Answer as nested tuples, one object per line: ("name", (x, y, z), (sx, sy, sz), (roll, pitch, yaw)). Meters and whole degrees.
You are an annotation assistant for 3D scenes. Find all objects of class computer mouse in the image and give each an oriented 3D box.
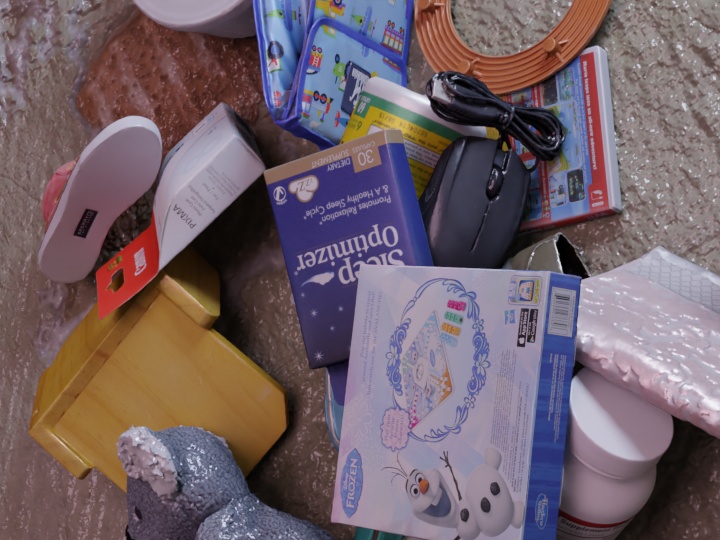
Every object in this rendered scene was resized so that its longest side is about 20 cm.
("computer mouse", (0.086, -0.049, 1.586), (0.053, 0.138, 0.201), (29, 97, 62))

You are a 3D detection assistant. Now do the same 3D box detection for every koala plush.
("koala plush", (-0.127, 0.215, 1.652), (0.183, 0.177, 0.201), (-34, 75, 14))

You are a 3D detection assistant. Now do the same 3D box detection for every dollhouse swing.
("dollhouse swing", (-0.173, 0.105, 1.806), (0.200, 0.175, 0.182), (-51, 16, 13))

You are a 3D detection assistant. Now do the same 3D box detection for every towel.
("towel", (0.244, 0.049, 1.455), (0.199, 0.190, 0.032), (28, 123, 34))

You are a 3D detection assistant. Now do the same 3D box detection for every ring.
("ring", (0.129, -0.247, 1.689), (0.199, 0.019, 0.202), (-13, 67, 31))

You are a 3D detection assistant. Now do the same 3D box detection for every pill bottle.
("pill bottle", (0.152, 0.161, 1.481), (0.113, 0.112, 0.200), (62, 143, 28))
("pill bottle", (0.018, -0.050, 1.648), (0.112, 0.113, 0.201), (26, 95, 35))

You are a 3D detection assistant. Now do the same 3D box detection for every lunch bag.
("lunch bag", (-0.027, -0.185, 1.707), (0.094, 0.150, 0.201), (-7, 74, 32))

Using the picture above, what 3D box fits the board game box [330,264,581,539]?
("board game box", (0.068, 0.098, 1.446), (0.198, 0.043, 0.201), (3, 85, 47))

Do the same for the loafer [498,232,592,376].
("loafer", (0.184, 0.045, 1.559), (0.070, 0.075, 0.200), (-49, 57, 19))

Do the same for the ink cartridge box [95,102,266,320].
("ink cartridge box", (-0.175, -0.057, 1.763), (0.200, 0.047, 0.160), (-41, 17, 4))

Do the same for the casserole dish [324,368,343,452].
("casserole dish", (0.043, 0.100, 1.662), (0.199, 0.039, 0.122), (-14, 70, 31))

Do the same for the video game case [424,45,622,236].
("video game case", (0.123, -0.097, 1.669), (0.199, 0.017, 0.144), (-13, 71, 31))

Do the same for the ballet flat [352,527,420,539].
("ballet flat", (0.038, 0.189, 1.616), (0.070, 0.067, 0.201), (12, 117, -4))

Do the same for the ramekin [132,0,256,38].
("ramekin", (-0.119, -0.310, 1.834), (0.201, 0.094, 0.204), (-9, 74, 32))

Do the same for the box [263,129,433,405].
("box", (0.000, 0.000, 1.571), (0.121, 0.032, 0.201), (-17, 84, 29))

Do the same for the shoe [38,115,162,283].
("shoe", (-0.249, -0.087, 1.849), (0.200, 0.071, 0.091), (-55, 30, 33))
